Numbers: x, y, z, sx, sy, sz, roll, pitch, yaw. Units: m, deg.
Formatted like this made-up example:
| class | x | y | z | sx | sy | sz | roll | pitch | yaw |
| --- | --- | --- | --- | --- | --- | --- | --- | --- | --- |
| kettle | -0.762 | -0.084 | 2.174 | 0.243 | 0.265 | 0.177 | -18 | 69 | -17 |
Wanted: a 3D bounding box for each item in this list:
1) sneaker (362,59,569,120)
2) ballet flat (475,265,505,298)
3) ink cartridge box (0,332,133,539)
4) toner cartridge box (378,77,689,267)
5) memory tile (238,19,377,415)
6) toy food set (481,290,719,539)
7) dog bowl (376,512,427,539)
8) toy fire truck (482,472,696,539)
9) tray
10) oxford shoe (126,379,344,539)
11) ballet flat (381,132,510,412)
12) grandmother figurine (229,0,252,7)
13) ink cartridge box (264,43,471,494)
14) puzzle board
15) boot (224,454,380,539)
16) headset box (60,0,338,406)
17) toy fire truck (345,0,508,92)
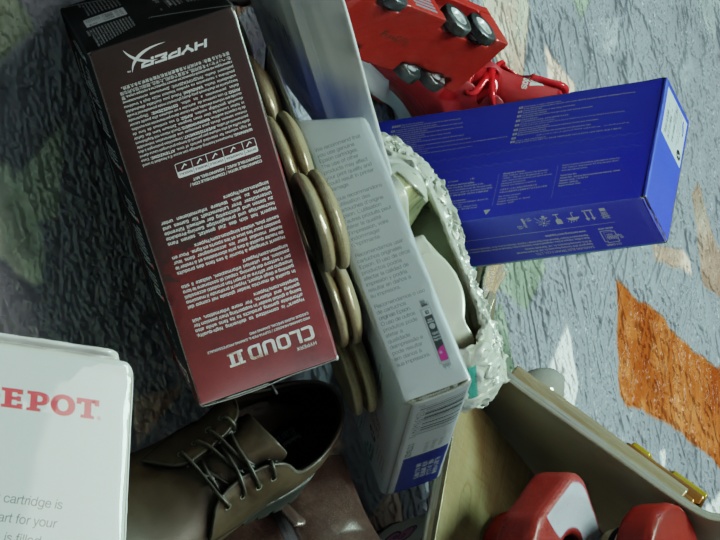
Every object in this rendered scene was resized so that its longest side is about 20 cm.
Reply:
| class | x | y | z | sx | sy | sz | roll | pitch | yaw |
| --- | --- | --- | --- | --- | --- | --- | --- | --- | --- |
| sneaker | 0.064 | -0.130 | 1.563 | 0.200 | 0.115 | 0.079 | 56 | 38 | -40 |
| ballet flat | 0.051 | 0.034 | 1.558 | 0.200 | 0.068 | 0.068 | -57 | 146 | -50 |
| ink cartridge box | -0.174 | 0.129 | 1.020 | 0.144 | 0.083 | 0.201 | 10 | 71 | -24 |
| toner cartridge box | 0.090 | -0.053 | 1.503 | 0.043 | 0.199 | 0.095 | 57 | 38 | -40 |
| memory tile | -0.035 | -0.033 | 1.292 | 0.200 | 0.017 | 0.154 | -118 | -167 | -46 |
| toy food set | 0.146 | 0.101 | 1.495 | 0.060 | 0.200 | 0.144 | -51 | 167 | -19 |
| dog bowl | 0.043 | 0.235 | 1.480 | 0.200 | 0.073 | 0.202 | 21 | 65 | -59 |
| toy fire truck | 0.117 | 0.224 | 1.398 | 0.168 | 0.112 | 0.201 | -48 | 125 | -50 |
| tray | -0.033 | -0.127 | 1.282 | 0.108 | 0.022 | 0.200 | 55 | -8 | 27 |
| oxford shoe | -0.082 | 0.102 | 1.238 | 0.073 | 0.084 | 0.200 | 49 | 45 | 5 |
| ballet flat | 0.031 | -0.014 | 1.438 | 0.072 | 0.072 | 0.201 | 29 | 29 | -57 |
| grandmother figurine | -0.083 | -0.189 | 1.341 | 0.200 | 0.060 | 0.122 | 35 | 34 | -65 |
| ink cartridge box | 0.000 | 0.000 | 1.330 | 0.196 | 0.043 | 0.201 | 98 | -27 | -73 |
| puzzle board | 0.066 | 0.188 | 1.441 | 0.151 | 0.017 | 0.201 | 51 | 42 | -47 |
| boot | -0.055 | 0.201 | 1.305 | 0.199 | 0.072 | 0.167 | -23 | 72 | -24 |
| headset box | -0.078 | -0.035 | 1.245 | 0.149 | 0.075 | 0.201 | -130 | -157 | -73 |
| toy fire truck | 0.016 | -0.172 | 1.431 | 0.200 | 0.049 | 0.141 | 13 | 42 | -54 |
